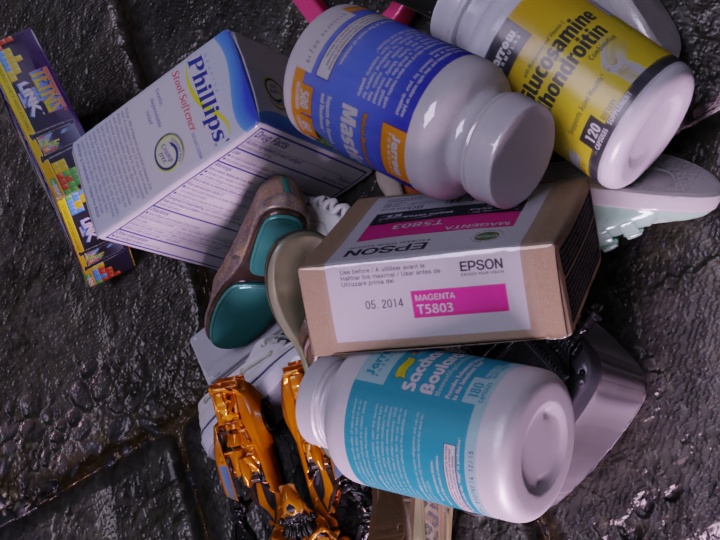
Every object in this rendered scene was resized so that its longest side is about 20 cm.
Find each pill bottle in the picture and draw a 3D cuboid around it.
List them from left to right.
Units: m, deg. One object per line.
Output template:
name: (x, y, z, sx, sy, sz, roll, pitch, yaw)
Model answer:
pill bottle: (0.046, -0.121, 1.235, 0.199, 0.112, 0.113, 29, 96, 34)
pill bottle: (0.050, 0.113, 1.194, 0.198, 0.110, 0.112, 9, 85, 34)
pill bottle: (0.153, -0.162, 1.269, 0.199, 0.112, 0.113, 38, 102, 22)

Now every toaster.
toaster: (0.141, 0.104, 1.280, 0.114, 0.129, 0.201, 46, 106, 31)

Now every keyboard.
keyboard: (-0.082, 0.033, 1.518, 0.199, 0.011, 0.057, -38, 57, 21)

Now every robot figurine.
robot figurine: (-0.060, 0.183, 1.401, 0.143, 0.058, 0.202, -15, 95, 16)

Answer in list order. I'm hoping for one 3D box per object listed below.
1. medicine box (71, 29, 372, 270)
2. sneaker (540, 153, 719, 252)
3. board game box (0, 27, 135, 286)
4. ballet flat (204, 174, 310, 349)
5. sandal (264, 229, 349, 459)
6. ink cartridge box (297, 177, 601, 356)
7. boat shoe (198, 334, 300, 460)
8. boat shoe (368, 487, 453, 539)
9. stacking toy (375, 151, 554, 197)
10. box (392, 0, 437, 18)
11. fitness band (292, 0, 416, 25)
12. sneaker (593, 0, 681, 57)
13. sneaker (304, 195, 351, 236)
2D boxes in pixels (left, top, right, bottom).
medicine box: (-0.124, -0.102, 1.467, 0.199, 0.181, 0.104, -32, 65, 24)
sneaker: (0.195, -0.028, 1.322, 0.198, 0.074, 0.119, -2, 121, 11)
board game box: (-0.294, -0.110, 1.595, 0.056, 0.166, 0.201, -24, 63, -12)
ballet flat: (-0.092, -0.010, 1.466, 0.201, 0.067, 0.068, 123, 150, -42)
sandal: (-0.019, 0.062, 1.339, 0.057, 0.079, 0.203, -2, 107, 69)
ink cartridge box: (0.071, -0.005, 1.222, 0.197, 0.165, 0.076, -5, 108, 18)
boat shoe: (-0.077, 0.090, 1.461, 0.199, 0.073, 0.067, -37, 56, 16)
boat shoe: (0.048, 0.176, 1.377, 0.073, 0.062, 0.203, -8, 72, 49)
stacking toy: (0.114, -0.114, 1.361, 0.198, 0.146, 0.148, -16, 71, 14)
box: (0.090, -0.315, 1.397, 0.159, 0.049, 0.202, 31, 101, 37)
fitness band: (-0.009, -0.297, 1.520, 0.144, 0.037, 0.201, -44, 59, 19)
sneaker: (0.193, -0.220, 1.354, 0.089, 0.075, 0.201, -45, 49, 22)
sneaker: (0.000, 0.000, 1.414, 0.199, 0.075, 0.081, 32, 79, 36)
